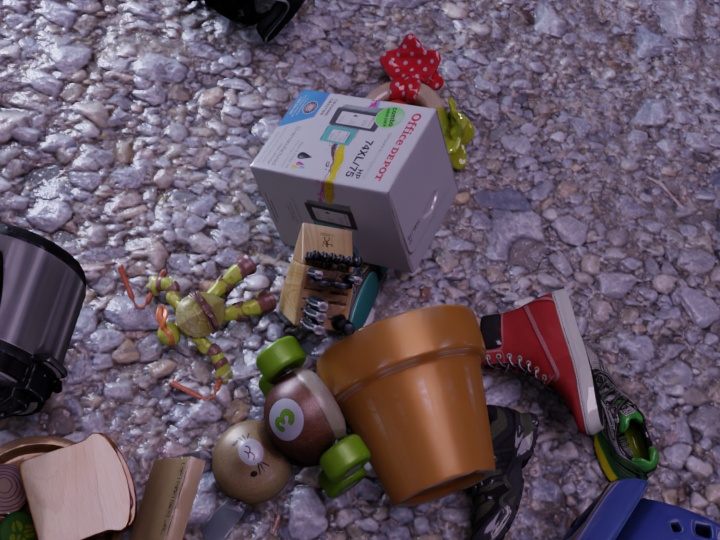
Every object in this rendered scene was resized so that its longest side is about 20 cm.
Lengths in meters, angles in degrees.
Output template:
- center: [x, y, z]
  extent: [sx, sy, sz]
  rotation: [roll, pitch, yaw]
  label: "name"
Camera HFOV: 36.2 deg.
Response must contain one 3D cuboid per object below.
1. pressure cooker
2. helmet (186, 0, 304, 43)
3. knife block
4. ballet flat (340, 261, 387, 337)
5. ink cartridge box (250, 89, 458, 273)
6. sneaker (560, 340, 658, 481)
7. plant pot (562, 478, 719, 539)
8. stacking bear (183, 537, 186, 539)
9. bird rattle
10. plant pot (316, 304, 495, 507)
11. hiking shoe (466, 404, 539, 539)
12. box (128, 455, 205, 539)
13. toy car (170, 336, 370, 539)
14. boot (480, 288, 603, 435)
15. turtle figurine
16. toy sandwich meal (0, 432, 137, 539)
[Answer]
- center: [-0.401, 0.070, 1.194]
  extent: [0.177, 0.175, 0.203]
  rotation: [25, 59, -22]
  label: "pressure cooker"
- center: [-0.146, -0.432, 1.509]
  extent: [0.197, 0.191, 0.203]
  rotation: [7, 62, -13]
  label: "helmet"
- center: [-0.049, 0.043, 1.280]
  extent: [0.063, 0.201, 0.177]
  rotation: [10, 47, -11]
  label: "knife block"
- center: [0.000, 0.000, 1.420]
  extent: [0.074, 0.074, 0.201]
  rotation: [30, 58, 0]
  label: "ballet flat"
- center: [-0.003, -0.114, 1.374]
  extent: [0.197, 0.147, 0.148]
  rotation: [12, 55, 28]
  label: "ink cartridge box"
- center: [0.324, 0.175, 1.409]
  extent: [0.077, 0.085, 0.202]
  rotation: [-20, 71, -24]
  label: "sneaker"
- center: [0.302, 0.366, 1.241]
  extent: [0.179, 0.201, 0.200]
  rotation: [36, 60, 12]
  label: "plant pot"
- center: [-0.130, 0.360, 1.170]
  extent: [0.198, 0.114, 0.123]
  rotation: [23, 44, -14]
  label: "stacking bear"
- center: [0.067, -0.223, 1.528]
  extent: [0.162, 0.113, 0.201]
  rotation: [-29, 71, -10]
  label: "bird rattle"
- center: [0.068, 0.165, 1.273]
  extent: [0.197, 0.201, 0.186]
  rotation: [-11, 69, -21]
  label: "plant pot"
- center: [0.148, 0.250, 1.336]
  extent: [0.099, 0.076, 0.202]
  rotation: [19, 53, 6]
  label: "hiking shoe"
- center: [-0.216, 0.291, 1.123]
  extent: [0.021, 0.163, 0.203]
  rotation: [21, 73, -18]
  label: "box"
- center: [-0.115, 0.206, 1.237]
  extent: [0.198, 0.158, 0.165]
  rotation: [-31, 72, -15]
  label: "toy car"
- center: [0.219, 0.131, 1.384]
  extent: [0.142, 0.073, 0.202]
  rotation: [-18, 53, 8]
  label: "boot"
- center: [-0.192, 0.042, 1.333]
  extent: [0.160, 0.065, 0.201]
  rotation: [-32, 76, -27]
  label: "turtle figurine"
- center: [-0.337, 0.260, 1.177]
  extent: [0.202, 0.070, 0.208]
  rotation: [7, 63, -13]
  label: "toy sandwich meal"
